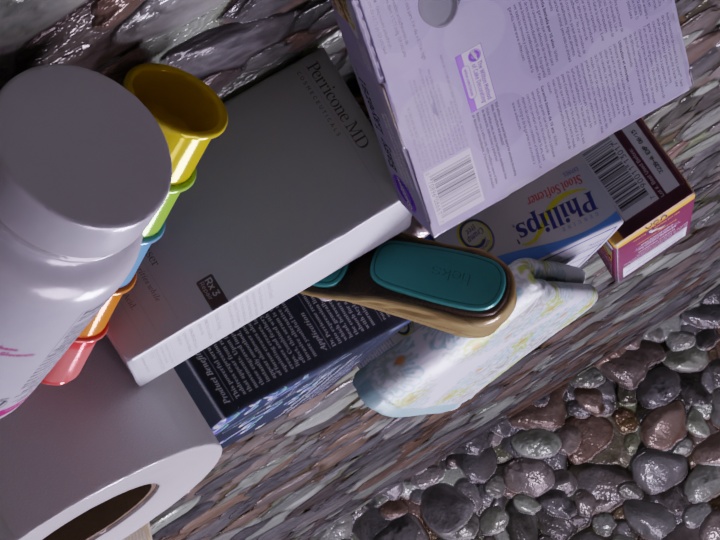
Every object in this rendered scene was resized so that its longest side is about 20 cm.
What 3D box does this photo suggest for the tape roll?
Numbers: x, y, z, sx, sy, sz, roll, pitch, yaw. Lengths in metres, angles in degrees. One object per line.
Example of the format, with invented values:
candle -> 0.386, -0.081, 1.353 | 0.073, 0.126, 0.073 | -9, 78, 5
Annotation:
tape roll -> -0.207, 0.108, 1.376 | 0.203, 0.139, 0.203 | -31, 167, -8

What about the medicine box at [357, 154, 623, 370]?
medicine box -> 0.090, -0.008, 1.848 | 0.182, 0.103, 0.200 | -24, 165, -32

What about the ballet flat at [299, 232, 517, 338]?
ballet flat -> 0.000, 0.000, 1.367 | 0.063, 0.200, 0.069 | 86, 26, -67

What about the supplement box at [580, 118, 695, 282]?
supplement box -> 0.234, -0.070, 1.951 | 0.086, 0.110, 0.200 | -33, 169, 1

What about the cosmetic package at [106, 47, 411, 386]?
cosmetic package -> -0.078, -0.031, 1.303 | 0.200, 0.113, 0.081 | -33, 168, -6

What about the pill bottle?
pill bottle -> -0.180, -0.011, 1.110 | 0.113, 0.113, 0.200 | -22, 164, -42

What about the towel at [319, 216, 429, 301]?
towel -> 0.060, -0.082, 1.448 | 0.200, 0.032, 0.191 | -38, -164, 34

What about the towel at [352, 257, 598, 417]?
towel -> 0.096, 0.052, 1.753 | 0.171, 0.048, 0.200 | -39, 166, 16

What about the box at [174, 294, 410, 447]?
box -> -0.087, 0.055, 1.594 | 0.200, 0.107, 0.148 | -27, 171, -38

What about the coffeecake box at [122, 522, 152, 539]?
coffeecake box -> -0.240, 0.190, 1.556 | 0.153, 0.073, 0.200 | -12, -164, -14

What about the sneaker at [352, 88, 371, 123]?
sneaker -> 0.045, -0.112, 1.398 | 0.090, 0.067, 0.200 | -25, 166, -34

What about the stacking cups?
stacking cups -> -0.140, -0.022, 1.200 | 0.060, 0.061, 0.200 | -19, 149, -48

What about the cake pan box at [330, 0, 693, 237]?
cake pan box -> 0.085, -0.136, 1.208 | 0.184, 0.052, 0.200 | -30, 132, -9
